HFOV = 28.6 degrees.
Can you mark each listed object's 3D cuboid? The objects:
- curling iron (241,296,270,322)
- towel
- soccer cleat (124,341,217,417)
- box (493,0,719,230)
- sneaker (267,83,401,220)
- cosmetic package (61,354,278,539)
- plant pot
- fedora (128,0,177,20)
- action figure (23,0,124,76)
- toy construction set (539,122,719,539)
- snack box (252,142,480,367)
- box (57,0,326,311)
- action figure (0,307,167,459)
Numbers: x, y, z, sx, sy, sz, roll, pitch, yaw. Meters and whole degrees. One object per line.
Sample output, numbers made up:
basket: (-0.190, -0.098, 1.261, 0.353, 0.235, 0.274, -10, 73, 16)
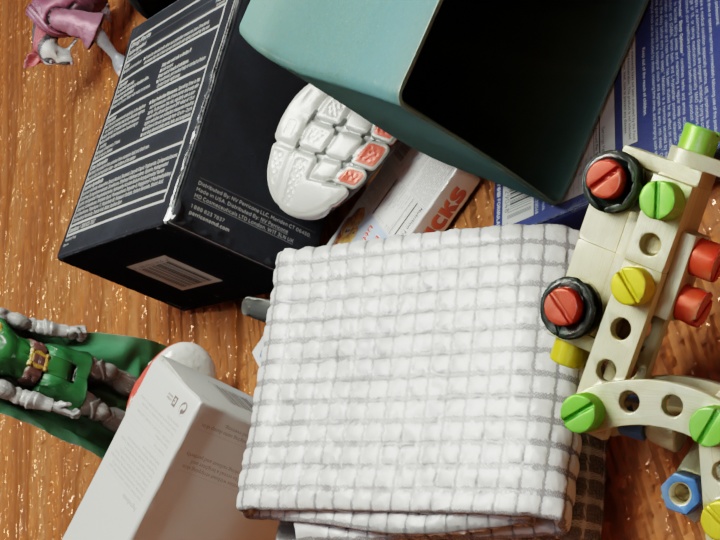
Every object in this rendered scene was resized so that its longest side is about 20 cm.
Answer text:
curling iron: (-0.012, 0.049, 0.887, 0.199, 0.025, 0.050, 23, 87, 42)
towel: (0.038, 0.071, 0.769, 0.198, 0.085, 0.167, -7, 64, 31)
soccer cleat: (-0.146, 0.149, 0.988, 0.202, 0.068, 0.085, -66, 19, 5)
box: (0.156, -0.093, 0.785, 0.199, 0.032, 0.122, -24, 51, 44)
sneaker: (0.015, -0.114, 0.948, 0.077, 0.082, 0.201, 33, 85, 19)
cosmetic package: (-0.121, 0.173, 0.913, 0.201, 0.112, 0.081, -60, 35, 3)
plant pot: (0.032, -0.148, 0.811, 0.199, 0.141, 0.143, 22, 86, 48)
fedora: (-0.137, -0.292, 1.109, 0.090, 0.201, 0.202, -6, 58, 10)
action figure: (-0.262, -0.274, 1.348, 0.200, 0.149, 0.134, -50, 42, -3)
toy construction set: (0.158, 0.012, 0.654, 0.130, 0.092, 0.202, 24, 87, 31)
snack box: (0.000, 0.000, 0.936, 0.201, 0.024, 0.072, -55, 37, 14)
box: (-0.105, -0.090, 1.028, 0.199, 0.122, 0.200, -11, 61, 57)
action figure: (-0.220, 0.076, 1.021, 0.054, 0.199, 0.119, -24, 52, 41)
